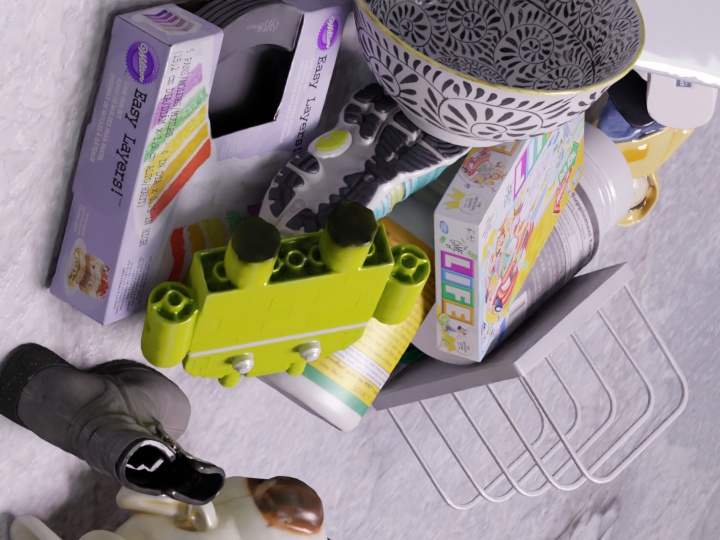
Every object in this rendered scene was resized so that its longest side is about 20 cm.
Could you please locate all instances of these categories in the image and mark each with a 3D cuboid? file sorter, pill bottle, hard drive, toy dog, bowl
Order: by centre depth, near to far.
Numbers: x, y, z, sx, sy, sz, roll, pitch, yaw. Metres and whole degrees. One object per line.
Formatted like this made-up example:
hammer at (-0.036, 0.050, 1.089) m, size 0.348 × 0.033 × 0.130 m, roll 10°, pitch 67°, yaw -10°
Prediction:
bowl at (0.074, -0.143, 1.548) m, size 0.200 × 0.200 × 0.095 m, roll -31°, pitch 150°, yaw -44°
toy dog at (-0.111, 0.202, 1.598) m, size 0.199 × 0.193 × 0.140 m, roll -27°, pitch 127°, yaw -37°
hard drive at (0.204, -0.203, 1.651) m, size 0.199 × 0.027 × 0.133 m, roll 11°, pitch 97°, yaw -20°
pill bottle at (0.000, 0.000, 1.660) m, size 0.201 × 0.112 × 0.113 m, roll -58°, pitch 153°, yaw -5°
pill bottle at (0.114, -0.027, 1.828) m, size 0.200 × 0.113 × 0.114 m, roll -40°, pitch 147°, yaw -34°
file sorter at (0.135, 0.096, 1.859) m, size 0.139 × 0.125 × 0.200 m, roll -39°, pitch -169°, yaw -32°

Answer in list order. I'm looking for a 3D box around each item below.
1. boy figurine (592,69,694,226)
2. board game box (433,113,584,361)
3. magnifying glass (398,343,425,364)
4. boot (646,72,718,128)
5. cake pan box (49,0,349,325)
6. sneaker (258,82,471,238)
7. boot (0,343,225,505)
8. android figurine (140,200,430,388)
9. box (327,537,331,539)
boy figurine at (0.218, -0.101, 1.965) m, size 0.124 × 0.065 × 0.200 m, roll -19°, pitch 156°, yaw -14°
board game box at (0.105, -0.054, 1.660) m, size 0.135 × 0.034 × 0.200 m, roll 86°, pitch 27°, yaw -47°
magnifying glass at (0.083, -0.004, 1.905) m, size 0.200 × 0.022 × 0.080 m, roll -44°, pitch 149°, yaw -24°
boot at (0.247, -0.193, 1.789) m, size 0.200 × 0.072 × 0.091 m, roll 95°, pitch 4°, yaw -64°
cake pan box at (-0.096, -0.081, 1.483) m, size 0.184 × 0.052 × 0.201 m, roll -22°, pitch 135°, yaw -54°
sneaker at (-0.003, -0.059, 1.562) m, size 0.200 × 0.077 × 0.080 m, roll -35°, pitch 161°, yaw -38°
boot at (-0.135, 0.112, 1.517) m, size 0.068 × 0.130 × 0.200 m, roll -61°, pitch 153°, yaw 5°
android figurine at (-0.050, 0.022, 1.503) m, size 0.181 × 0.041 × 0.200 m, roll -9°, pitch 155°, yaw -18°
box at (-0.052, 0.314, 1.790) m, size 0.200 × 0.196 × 0.124 m, roll -47°, pitch 150°, yaw -23°
